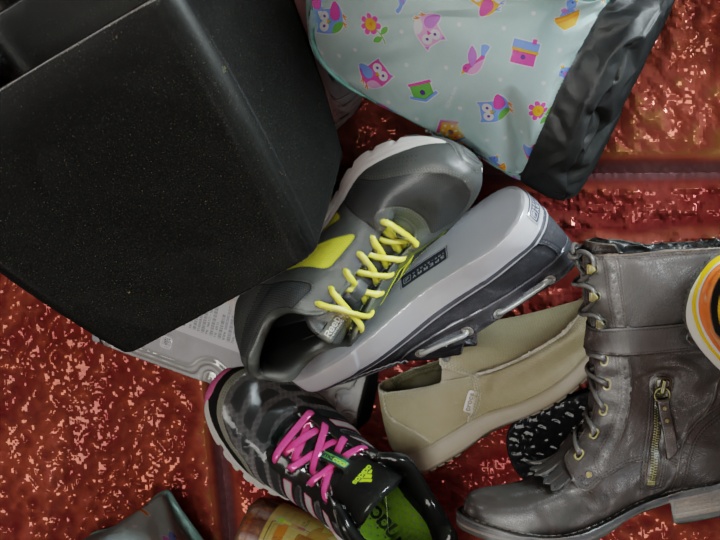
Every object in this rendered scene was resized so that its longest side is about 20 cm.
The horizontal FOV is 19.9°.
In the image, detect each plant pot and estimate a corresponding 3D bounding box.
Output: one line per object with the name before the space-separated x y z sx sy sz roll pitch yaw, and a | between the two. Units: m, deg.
plant pot | -0.117 -0.078 1.161 0.200 0.200 0.178 -29 112 20

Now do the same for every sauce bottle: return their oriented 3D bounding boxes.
sauce bottle | 0.012 0.212 1.371 0.199 0.066 0.066 18 110 15

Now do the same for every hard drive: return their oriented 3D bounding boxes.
hard drive | -0.075 0.012 1.365 0.199 0.038 0.140 20 110 16

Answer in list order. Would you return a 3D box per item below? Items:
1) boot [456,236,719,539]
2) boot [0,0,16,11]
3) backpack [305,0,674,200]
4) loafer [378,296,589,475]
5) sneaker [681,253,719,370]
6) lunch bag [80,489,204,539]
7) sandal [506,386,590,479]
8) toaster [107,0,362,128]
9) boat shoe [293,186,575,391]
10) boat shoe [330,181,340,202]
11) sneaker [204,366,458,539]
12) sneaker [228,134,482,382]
boot | 0.144 0.066 1.217 0.199 0.069 0.175 -10 102 -5
boot | -0.222 -0.101 1.366 0.200 0.073 0.151 50 127 17
backpack | 0.069 -0.148 1.214 0.200 0.127 0.167 28 111 7
loafer | 0.086 0.060 1.295 0.200 0.076 0.068 -36 96 26
sneaker | 0.272 0.066 1.177 0.200 0.090 0.070 40 76 -27
lunch bag | -0.147 0.278 1.391 0.122 0.170 0.200 -30 94 30
sandal | 0.185 0.084 1.282 0.199 0.045 0.075 -19 98 26
toaster | -0.081 -0.153 1.282 0.129 0.114 0.201 -15 100 20
boat shoe | 0.044 0.026 1.257 0.200 0.072 0.068 -36 119 23
boat shoe | -0.095 -0.006 1.307 0.199 0.073 0.063 -10 107 19
sneaker | -0.011 0.129 1.296 0.200 0.087 0.074 43 71 -4
sneaker | 0.000 0.000 1.218 0.074 0.085 0.200 30 126 -30
